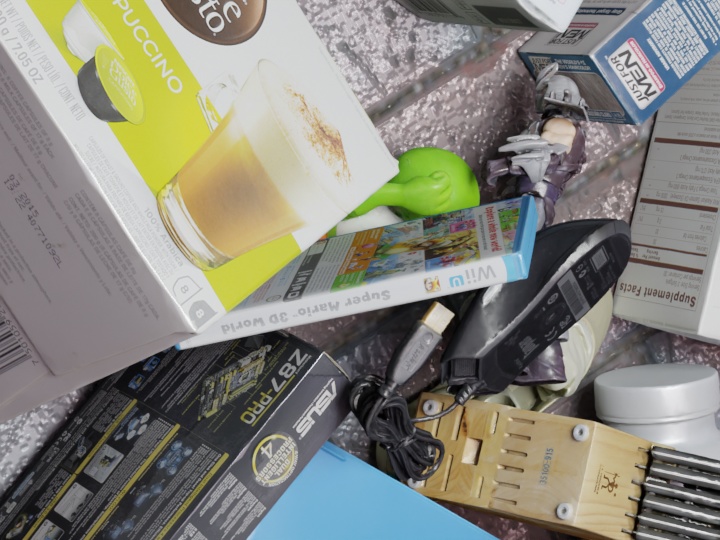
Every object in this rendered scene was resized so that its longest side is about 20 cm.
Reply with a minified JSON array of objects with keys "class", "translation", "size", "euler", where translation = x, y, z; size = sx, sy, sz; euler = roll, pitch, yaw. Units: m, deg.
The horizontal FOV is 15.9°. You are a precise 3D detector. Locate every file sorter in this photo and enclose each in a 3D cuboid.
[{"class":"file sorter","translation":[-0.010,0.195,1.565],"size":[0.199,0.123,0.139],"euler":[31,82,-23]}]

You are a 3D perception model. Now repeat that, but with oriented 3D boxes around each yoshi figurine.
[{"class":"yoshi figurine","translation":[0.003,-0.066,1.553],"size":[0.200,0.111,0.113],"euler":[47,41,-42]}]

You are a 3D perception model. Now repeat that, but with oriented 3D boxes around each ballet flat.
[{"class":"ballet flat","translation":[0.098,0.076,1.634],"size":[0.200,0.069,0.070],"euler":[-40,109,-16]}]

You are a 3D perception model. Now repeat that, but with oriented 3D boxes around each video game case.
[{"class":"video game case","translation":[0.000,0.000,1.461],"size":[0.199,0.143,0.018],"euler":[-12,102,9]}]

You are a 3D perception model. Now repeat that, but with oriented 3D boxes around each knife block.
[{"class":"knife block","translation":[0.147,0.134,1.574],"size":[0.175,0.199,0.064],"euler":[23,78,-48]}]

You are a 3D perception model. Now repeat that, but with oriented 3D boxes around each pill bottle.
[{"class":"pill bottle","translation":[0.198,0.166,1.660],"size":[0.111,0.112,0.202],"euler":[-9,98,-23]}]

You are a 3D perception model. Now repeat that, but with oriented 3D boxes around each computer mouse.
[{"class":"computer mouse","translation":[0.066,0.026,1.475],"size":[0.200,0.046,0.140],"euler":[-47,153,1]}]

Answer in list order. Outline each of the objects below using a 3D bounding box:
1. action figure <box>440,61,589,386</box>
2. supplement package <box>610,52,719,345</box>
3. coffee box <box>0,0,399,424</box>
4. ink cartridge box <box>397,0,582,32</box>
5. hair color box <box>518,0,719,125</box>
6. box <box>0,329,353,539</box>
[{"class":"action figure","translation":[0.104,-0.034,1.585],"size":[0.069,0.130,0.201],"euler":[7,79,16]},{"class":"supplement package","translation":[0.258,-0.049,1.665],"size":[0.116,0.117,0.201],"euler":[13,90,-25]},{"class":"coffee box","translation":[-0.141,-0.066,1.394],"size":[0.198,0.199,0.200],"euler":[-40,100,-44]},{"class":"ink cartridge box","translation":[0.116,-0.239,1.562],"size":[0.057,0.162,0.201],"euler":[32,82,-27]},{"class":"hair color box","translation":[0.206,-0.178,1.640],"size":[0.200,0.100,0.061],"euler":[-42,110,-15]},{"class":"box","translation":[-0.114,0.111,1.489],"size":[0.200,0.161,0.049],"euler":[-51,124,-13]}]
